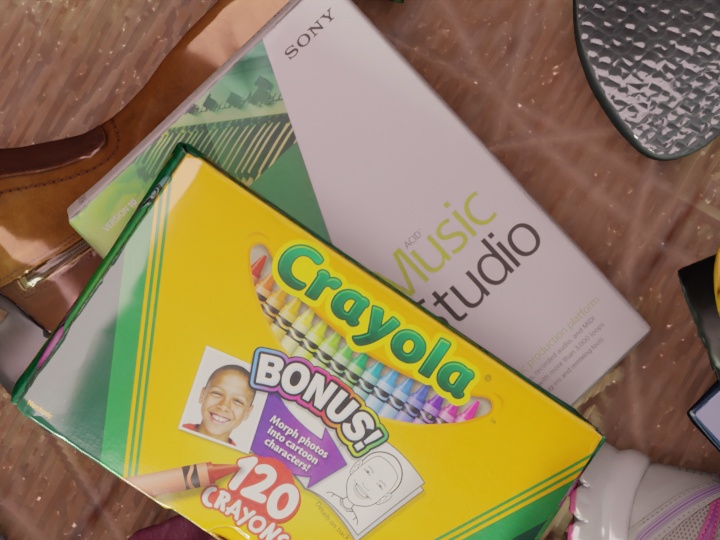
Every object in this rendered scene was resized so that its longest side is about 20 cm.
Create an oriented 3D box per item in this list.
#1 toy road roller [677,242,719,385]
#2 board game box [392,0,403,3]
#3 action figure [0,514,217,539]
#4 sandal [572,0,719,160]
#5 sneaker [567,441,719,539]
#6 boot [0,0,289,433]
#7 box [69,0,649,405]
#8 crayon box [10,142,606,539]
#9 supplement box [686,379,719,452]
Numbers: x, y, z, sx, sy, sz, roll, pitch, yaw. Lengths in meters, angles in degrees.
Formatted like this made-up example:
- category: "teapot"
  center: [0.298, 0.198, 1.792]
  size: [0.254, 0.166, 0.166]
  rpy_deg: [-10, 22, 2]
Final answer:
- category: "toy road roller"
  center: [0.188, 0.055, 0.875]
  size: [0.123, 0.146, 0.200]
  rpy_deg: [-21, 85, 6]
- category: "board game box"
  center: [-0.005, -0.221, 1.096]
  size: [0.105, 0.023, 0.200]
  rpy_deg: [14, 80, 8]
- category: "action figure"
  center: [-0.122, 0.162, 1.080]
  size: [0.200, 0.134, 0.149]
  rpy_deg: [-11, 124, 14]
- category: "sandal"
  center: [0.115, -0.140, 1.087]
  size: [0.076, 0.043, 0.201]
  rpy_deg: [-16, 76, -2]
- category: "sneaker"
  center: [0.127, 0.169, 1.044]
  size: [0.088, 0.081, 0.201]
  rpy_deg: [2, 88, 8]
- category: "boot"
  center: [-0.112, -0.061, 1.089]
  size: [0.200, 0.068, 0.188]
  rpy_deg: [-41, 83, 2]
- category: "box"
  center: [0.000, 0.000, 1.056]
  size: [0.144, 0.036, 0.200]
  rpy_deg: [-44, 98, 0]
- category: "crayon box"
  center: [-0.020, 0.054, 1.006]
  size: [0.200, 0.058, 0.119]
  rpy_deg: [34, 92, -8]
- category: "supplement box"
  center: [0.266, 0.060, 1.007]
  size: [0.200, 0.134, 0.200]
  rpy_deg: [-43, 83, 3]
